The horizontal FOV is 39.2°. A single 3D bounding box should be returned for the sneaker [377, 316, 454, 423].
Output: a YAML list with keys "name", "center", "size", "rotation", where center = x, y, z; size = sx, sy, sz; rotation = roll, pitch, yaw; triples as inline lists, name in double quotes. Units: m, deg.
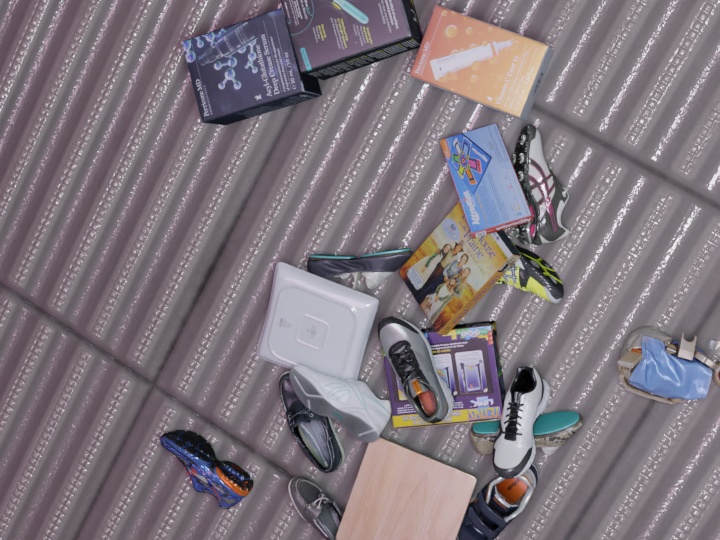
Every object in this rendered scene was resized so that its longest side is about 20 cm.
- name: "sneaker"
  center: [0.091, 0.166, 1.703]
  size: [0.074, 0.079, 0.201]
  rotation: [-32, 85, 18]

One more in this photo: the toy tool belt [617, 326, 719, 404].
- name: "toy tool belt"
  center: [0.512, 0.159, 1.620]
  size: [0.199, 0.123, 0.126]
  rotation: [11, 98, 14]

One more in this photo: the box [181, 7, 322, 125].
- name: "box"
  center: [-0.190, -0.354, 1.779]
  size: [0.199, 0.107, 0.149]
  rotation: [-14, 91, 17]

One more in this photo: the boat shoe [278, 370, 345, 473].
- name: "boat shoe"
  center: [-0.096, 0.277, 1.824]
  size: [0.074, 0.066, 0.200]
  rotation: [-23, 92, 18]

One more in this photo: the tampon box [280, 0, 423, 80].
- name: "tampon box"
  center: [-0.012, -0.428, 1.713]
  size: [0.199, 0.126, 0.151]
  rotation: [-15, 91, 15]

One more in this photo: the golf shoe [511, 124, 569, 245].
- name: "golf shoe"
  center: [0.300, -0.144, 1.690]
  size: [0.088, 0.077, 0.201]
  rotation: [-3, 96, -4]

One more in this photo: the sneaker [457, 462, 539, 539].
- name: "sneaker"
  center: [0.229, 0.409, 1.744]
  size: [0.078, 0.079, 0.200]
  rotation: [36, 105, 9]

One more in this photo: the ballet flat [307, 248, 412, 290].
- name: "ballet flat"
  center: [0.000, 0.000, 1.778]
  size: [0.199, 0.073, 0.073]
  rotation: [-4, 94, 22]

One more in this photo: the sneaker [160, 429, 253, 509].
- name: "sneaker"
  center: [-0.299, 0.374, 1.891]
  size: [0.200, 0.075, 0.079]
  rotation: [37, 106, 11]

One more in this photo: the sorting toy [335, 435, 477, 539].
- name: "sorting toy"
  center: [0.085, 0.414, 1.780]
  size: [0.198, 0.070, 0.201]
  rotation: [20, 93, 14]

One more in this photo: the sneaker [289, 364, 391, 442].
- name: "sneaker"
  center: [-0.036, 0.223, 1.787]
  size: [0.200, 0.080, 0.071]
  rotation: [32, 139, 13]

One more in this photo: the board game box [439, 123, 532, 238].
- name: "board game box"
  center: [0.205, -0.150, 1.669]
  size: [0.102, 0.019, 0.201]
  rotation: [-16, 57, 2]

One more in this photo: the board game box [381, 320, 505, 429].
- name: "board game box"
  center: [0.146, 0.182, 1.759]
  size: [0.199, 0.057, 0.166]
  rotation: [-7, 95, 16]

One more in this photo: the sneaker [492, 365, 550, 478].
- name: "sneaker"
  center: [0.256, 0.246, 1.669]
  size: [0.073, 0.080, 0.201]
  rotation: [1, 53, 28]

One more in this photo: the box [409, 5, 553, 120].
- name: "box"
  center: [0.201, -0.342, 1.677]
  size: [0.199, 0.097, 0.125]
  rotation: [23, 100, 13]

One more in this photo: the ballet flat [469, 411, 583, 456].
- name: "ballet flat"
  center: [0.288, 0.286, 1.731]
  size: [0.199, 0.068, 0.076]
  rotation: [-10, 114, 21]

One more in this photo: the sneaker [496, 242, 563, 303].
- name: "sneaker"
  center: [0.255, -0.002, 1.711]
  size: [0.200, 0.075, 0.077]
  rotation: [38, 111, 20]

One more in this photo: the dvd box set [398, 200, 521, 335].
- name: "dvd box set"
  center: [0.162, -0.011, 1.698]
  size: [0.200, 0.029, 0.147]
  rotation: [-49, 56, 29]

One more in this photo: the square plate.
- name: "square plate"
  center: [-0.083, 0.107, 1.804]
  size: [0.197, 0.028, 0.201]
  rotation: [20, 115, 11]

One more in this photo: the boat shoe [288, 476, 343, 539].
- name: "boat shoe"
  center: [-0.053, 0.451, 1.825]
  size: [0.057, 0.067, 0.200]
  rotation: [-32, 93, 44]
